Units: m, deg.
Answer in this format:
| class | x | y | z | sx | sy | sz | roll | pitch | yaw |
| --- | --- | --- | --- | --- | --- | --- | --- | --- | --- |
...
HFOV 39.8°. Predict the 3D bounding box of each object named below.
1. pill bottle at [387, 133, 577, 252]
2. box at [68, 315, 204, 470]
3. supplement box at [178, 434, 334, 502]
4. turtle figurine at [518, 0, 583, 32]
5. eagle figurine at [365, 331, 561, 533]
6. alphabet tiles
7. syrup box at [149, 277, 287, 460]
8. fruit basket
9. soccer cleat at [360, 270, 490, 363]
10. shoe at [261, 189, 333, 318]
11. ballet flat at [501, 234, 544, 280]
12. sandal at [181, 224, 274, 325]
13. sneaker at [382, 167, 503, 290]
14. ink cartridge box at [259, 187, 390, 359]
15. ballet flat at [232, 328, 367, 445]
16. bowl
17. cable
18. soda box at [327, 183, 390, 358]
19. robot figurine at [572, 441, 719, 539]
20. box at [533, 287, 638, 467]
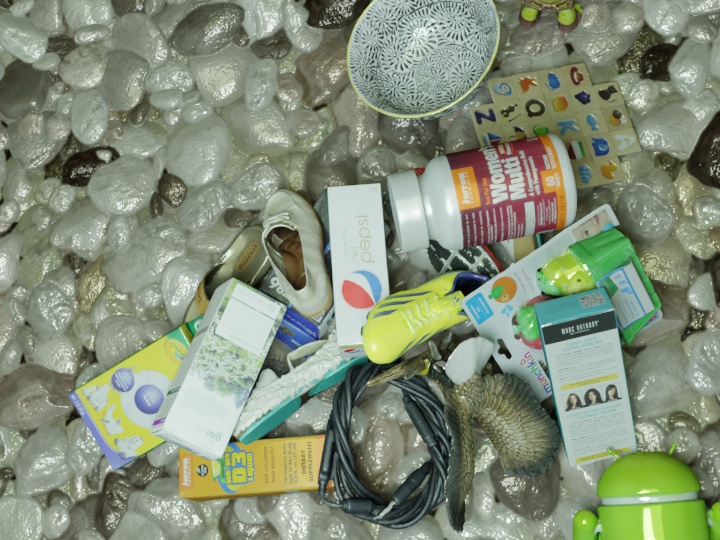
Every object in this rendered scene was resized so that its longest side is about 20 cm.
| class | x | y | z | sx | sy | sz | roll | pitch | yaw |
| --- | --- | --- | --- | --- | --- | --- | --- | --- | --- |
| pill bottle | 0.136 | -0.084 | 1.132 | 0.199 | 0.110 | 0.110 | -11 | 76 | -1 |
| box | -0.252 | 0.152 | 1.257 | 0.199 | 0.048 | 0.118 | -31 | 93 | 6 |
| supplement box | -0.121 | 0.243 | 1.221 | 0.199 | 0.069 | 0.067 | -8 | 75 | 12 |
| turtle figurine | 0.243 | -0.345 | 1.218 | 0.199 | 0.161 | 0.065 | -6 | 77 | 10 |
| eagle figurine | 0.128 | 0.173 | 1.136 | 0.151 | 0.151 | 0.201 | -34 | 77 | 19 |
| alphabet tiles | 0.240 | -0.174 | 1.228 | 0.199 | 0.006 | 0.167 | -12 | 71 | -11 |
| syrup box | -0.170 | 0.118 | 1.191 | 0.078 | 0.081 | 0.201 | 29 | 69 | -16 |
| fruit basket | 0.239 | 0.048 | 1.140 | 0.200 | 0.094 | 0.186 | -36 | 118 | -4 |
| soccer cleat | 0.077 | 0.046 | 1.131 | 0.083 | 0.200 | 0.065 | -14 | 100 | 44 |
| shoe | -0.082 | -0.033 | 1.225 | 0.070 | 0.053 | 0.201 | -33 | 51 | 14 |
| ballet flat | 0.196 | -0.064 | 1.226 | 0.063 | 0.069 | 0.201 | -8 | 68 | 19 |
| sandal | -0.175 | 0.028 | 1.281 | 0.080 | 0.054 | 0.201 | 30 | 90 | 16 |
| sneaker | 0.118 | -0.051 | 1.232 | 0.200 | 0.085 | 0.077 | 50 | 134 | 2 |
| ink cartridge box | -0.056 | 0.004 | 1.272 | 0.099 | 0.039 | 0.201 | 30 | 86 | 15 |
| ballet flat | -0.082 | 0.137 | 1.219 | 0.199 | 0.072 | 0.072 | -31 | 73 | -22 |
| bowl | 0.091 | -0.265 | 1.259 | 0.199 | 0.094 | 0.202 | -8 | 69 | 22 |
| cable | 0.036 | 0.198 | 1.177 | 0.162 | 0.051 | 0.201 | 15 | 68 | -12 |
| soda box | 0.000 | 0.000 | 1.200 | 0.068 | 0.064 | 0.201 | -5 | 73 | 1 |
| robot figurine | 0.323 | 0.292 | 1.093 | 0.174 | 0.116 | 0.201 | -6 | 77 | 4 |
| box | 0.253 | 0.123 | 1.114 | 0.082 | 0.049 | 0.201 | -13 | 118 | 5 |
